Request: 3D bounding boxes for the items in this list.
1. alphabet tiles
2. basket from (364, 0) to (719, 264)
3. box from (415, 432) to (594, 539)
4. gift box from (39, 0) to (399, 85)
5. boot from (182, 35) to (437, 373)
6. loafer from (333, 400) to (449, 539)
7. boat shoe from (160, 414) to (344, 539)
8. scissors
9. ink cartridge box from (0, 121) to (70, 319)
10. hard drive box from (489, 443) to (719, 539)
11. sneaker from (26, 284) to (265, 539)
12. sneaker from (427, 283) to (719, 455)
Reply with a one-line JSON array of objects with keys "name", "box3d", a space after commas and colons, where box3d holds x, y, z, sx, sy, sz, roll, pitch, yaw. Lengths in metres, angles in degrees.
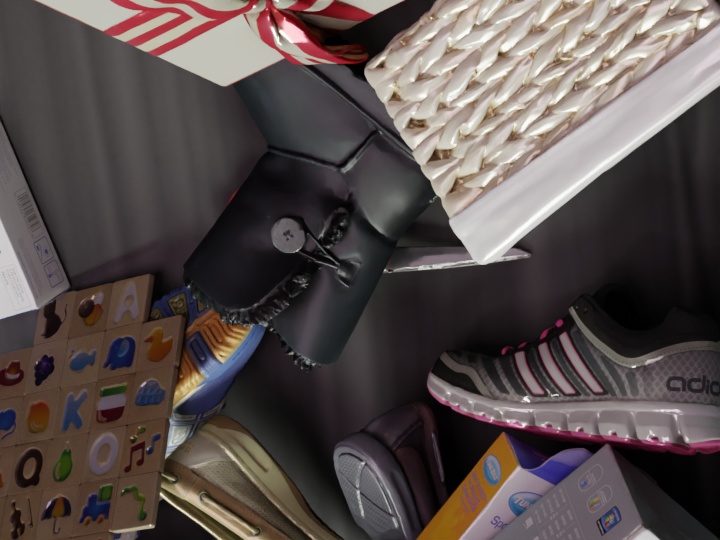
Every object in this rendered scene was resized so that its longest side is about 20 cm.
[{"name": "alphabet tiles", "box3d": [-0.176, 0.102, 1.431, 0.166, 0.006, 0.201, -13, 60, 38]}, {"name": "basket", "box3d": [0.116, -0.118, 1.198, 0.200, 0.135, 0.124, -39, 88, 33]}, {"name": "box", "box3d": [0.085, 0.180, 1.338, 0.119, 0.042, 0.200, 29, 108, -27]}, {"name": "gift box", "box3d": [-0.059, -0.208, 1.137, 0.200, 0.184, 0.188, -24, 64, 36]}, {"name": "boot", "box3d": [-0.056, -0.059, 1.325, 0.200, 0.076, 0.168, 37, 105, 2]}, {"name": "loafer", "box3d": [0.043, 0.168, 1.396, 0.072, 0.063, 0.201, 20, 139, 46]}, {"name": "boat shoe", "box3d": [-0.042, 0.180, 1.401, 0.201, 0.063, 0.073, 50, 158, -2]}, {"name": "scissors", "box3d": [0.000, 0.000, 1.368, 0.199, 0.014, 0.073, 14, 89, 20]}, {"name": "ink cartridge box", "box3d": [-0.267, -0.063, 1.476, 0.094, 0.044, 0.201, -15, 102, 30]}, {"name": "hard drive box", "box3d": [0.118, 0.217, 1.295, 0.200, 0.077, 0.156, -40, 122, 14]}, {"name": "sneaker", "box3d": [-0.118, 0.087, 1.453, 0.200, 0.088, 0.075, -45, 43, 18]}, {"name": "sneaker", "box3d": [0.124, 0.051, 1.302, 0.199, 0.074, 0.088, 4, 81, 44]}]
